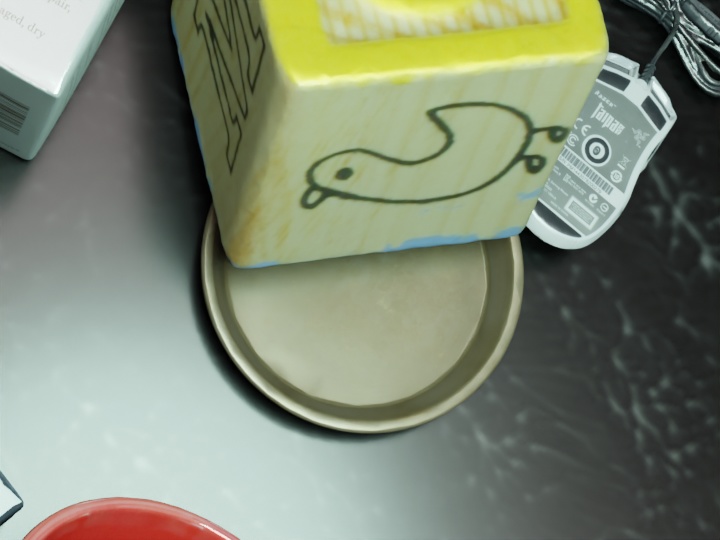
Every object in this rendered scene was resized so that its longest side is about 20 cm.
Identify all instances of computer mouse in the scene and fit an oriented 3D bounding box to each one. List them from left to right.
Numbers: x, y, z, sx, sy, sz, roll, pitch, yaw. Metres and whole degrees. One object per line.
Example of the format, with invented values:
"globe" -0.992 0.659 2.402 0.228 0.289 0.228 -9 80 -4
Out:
"computer mouse" 0.153 -0.095 1.787 0.110 0.044 0.200 40 68 -8

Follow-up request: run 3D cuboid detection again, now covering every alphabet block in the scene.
"alphabet block" 0.009 -0.140 1.652 0.194 0.200 0.197 -8 63 -16

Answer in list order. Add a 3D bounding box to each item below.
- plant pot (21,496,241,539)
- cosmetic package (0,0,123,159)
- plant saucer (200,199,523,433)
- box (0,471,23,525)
"plant pot" -0.138 0.254 1.559 0.200 0.177 0.201 21 43 -20
"cosmetic package" -0.205 -0.202 1.658 0.166 0.167 0.201 29 74 -5
"plant saucer" 0.000 0.000 1.739 0.199 0.029 0.201 2 79 -12
"box" -0.321 0.111 1.605 0.182 0.104 0.200 -38 90 -18
